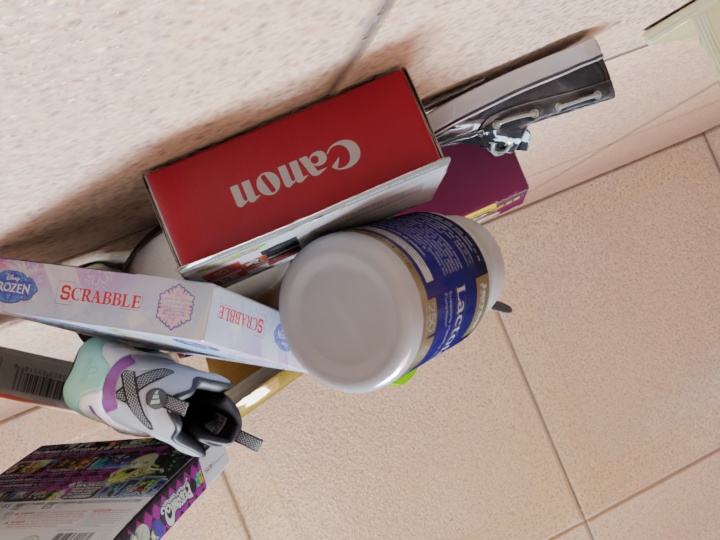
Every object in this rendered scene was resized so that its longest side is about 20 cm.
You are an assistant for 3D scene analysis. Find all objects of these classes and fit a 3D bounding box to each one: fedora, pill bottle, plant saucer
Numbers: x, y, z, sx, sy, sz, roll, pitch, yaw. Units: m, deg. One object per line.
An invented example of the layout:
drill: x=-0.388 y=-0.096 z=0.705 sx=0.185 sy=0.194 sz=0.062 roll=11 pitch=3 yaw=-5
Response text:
fedora: x=-0.111 y=0.096 z=1.027 sx=0.200 sy=0.082 sz=0.201 roll=-36 pitch=179 yaw=-1
pill bottle: x=0.034 y=0.015 z=0.743 sx=0.115 sy=0.116 sz=0.200 roll=-25 pitch=178 yaw=31
plant saucer: x=-0.134 y=-0.002 z=0.895 sx=0.199 sy=0.032 sz=0.201 roll=-17 pitch=146 yaw=-12

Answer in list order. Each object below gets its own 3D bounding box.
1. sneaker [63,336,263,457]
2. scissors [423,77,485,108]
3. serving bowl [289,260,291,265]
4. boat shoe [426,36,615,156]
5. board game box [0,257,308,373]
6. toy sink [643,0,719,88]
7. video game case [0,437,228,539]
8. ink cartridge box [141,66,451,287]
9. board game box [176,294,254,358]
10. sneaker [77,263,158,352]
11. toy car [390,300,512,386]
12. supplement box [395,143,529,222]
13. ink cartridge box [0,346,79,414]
sneaker: x=-0.139 y=0.116 z=0.773 sx=0.139 sy=0.078 sz=0.200 roll=18 pitch=174 yaw=12
scissors: x=0.011 y=-0.118 z=0.801 sx=0.199 sy=0.014 sz=0.073 roll=-23 pitch=177 yaw=15
serving bowl: x=0.000 y=0.000 z=0.900 sx=0.065 sy=0.202 sz=0.200 roll=1 pitch=-175 yaw=18
boat shoe: x=0.126 y=-0.133 z=0.834 sx=0.199 sy=0.068 sz=0.072 roll=-24 pitch=-175 yaw=1
board game box: x=-0.154 y=0.038 z=0.737 sx=0.198 sy=0.041 sz=0.200 roll=7 pitch=170 yaw=21
toy sink: x=0.392 y=-0.223 z=0.886 sx=0.130 sy=0.113 sz=0.200 roll=-20 pitch=175 yaw=-43
video game case: x=-0.235 y=0.192 z=0.774 sx=0.199 sy=0.036 sz=0.181 roll=-8 pitch=-164 yaw=22
ink cartridge box: x=-0.044 y=-0.063 z=0.689 sx=0.199 sy=0.084 sz=0.176 roll=-23 pitch=176 yaw=-4
board game box: x=-0.130 y=0.056 z=1.079 sx=0.103 sy=0.020 sz=0.200 roll=-35 pitch=173 yaw=12
sneaker: x=-0.241 y=0.054 z=0.984 sx=0.076 sy=0.112 sz=0.200 roll=-23 pitch=177 yaw=4
toy car: x=0.070 y=0.039 z=1.110 sx=0.199 sy=0.159 sz=0.164 roll=0 pitch=-165 yaw=-32
supplement box: x=0.095 y=-0.095 z=0.975 sx=0.130 sy=0.104 sz=0.200 roll=-23 pitch=176 yaw=8
ink cartridge box: x=-0.358 y=0.110 z=0.952 sx=0.161 sy=0.050 sz=0.200 roll=15 pitch=162 yaw=-15
